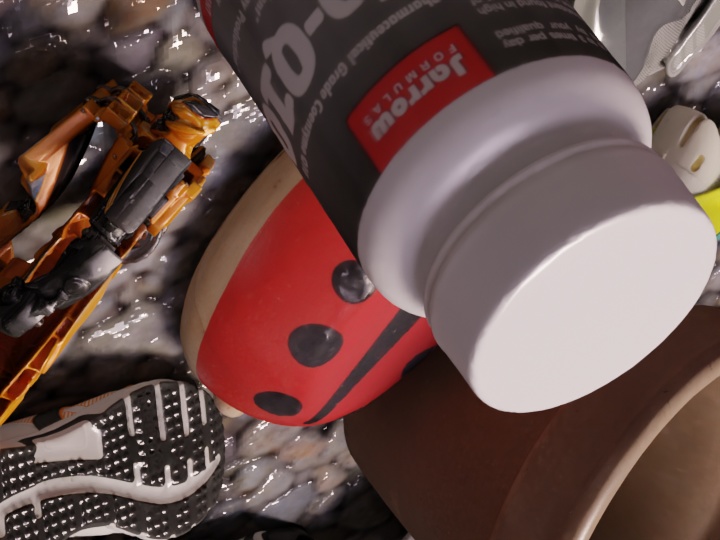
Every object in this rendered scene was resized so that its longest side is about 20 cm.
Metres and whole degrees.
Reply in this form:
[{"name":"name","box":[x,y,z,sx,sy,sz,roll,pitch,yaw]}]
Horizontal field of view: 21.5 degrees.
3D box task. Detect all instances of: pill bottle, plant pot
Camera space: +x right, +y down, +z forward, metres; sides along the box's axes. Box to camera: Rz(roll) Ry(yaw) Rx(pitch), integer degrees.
[{"name":"pill bottle","box":[0.030,-0.057,0.667,0.113,0.201,0.114,-22,146,-17]},{"name":"plant pot","box":[0.088,0.088,0.902,0.199,0.174,0.202,-29,133,-36]}]

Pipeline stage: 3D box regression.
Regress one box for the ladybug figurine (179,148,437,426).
[{"name":"ladybug figurine","box":[0.000,0.000,0.832,0.135,0.072,0.200,7,130,-46]}]

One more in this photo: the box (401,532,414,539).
[{"name":"box","box":[0.078,0.175,1.057,0.201,0.097,0.124,-52,161,16]}]

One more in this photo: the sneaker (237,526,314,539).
[{"name":"sneaker","box":[-0.057,0.216,1.057,0.114,0.076,0.201,-22,143,-14]}]

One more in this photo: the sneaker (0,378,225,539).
[{"name":"sneaker","box":[-0.140,0.089,0.846,0.199,0.079,0.075,-7,96,-51]}]

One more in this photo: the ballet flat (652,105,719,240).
[{"name":"ballet flat","box":[0.177,-0.056,0.936,0.199,0.067,0.068,-20,124,-24]}]

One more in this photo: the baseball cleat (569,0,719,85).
[{"name":"baseball cleat","box":[0.121,-0.144,0.771,0.106,0.070,0.201,-19,154,-33]}]

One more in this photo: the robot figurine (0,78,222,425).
[{"name":"robot figurine","box":[-0.127,0.007,0.703,0.200,0.058,0.145,-49,-172,10]}]
